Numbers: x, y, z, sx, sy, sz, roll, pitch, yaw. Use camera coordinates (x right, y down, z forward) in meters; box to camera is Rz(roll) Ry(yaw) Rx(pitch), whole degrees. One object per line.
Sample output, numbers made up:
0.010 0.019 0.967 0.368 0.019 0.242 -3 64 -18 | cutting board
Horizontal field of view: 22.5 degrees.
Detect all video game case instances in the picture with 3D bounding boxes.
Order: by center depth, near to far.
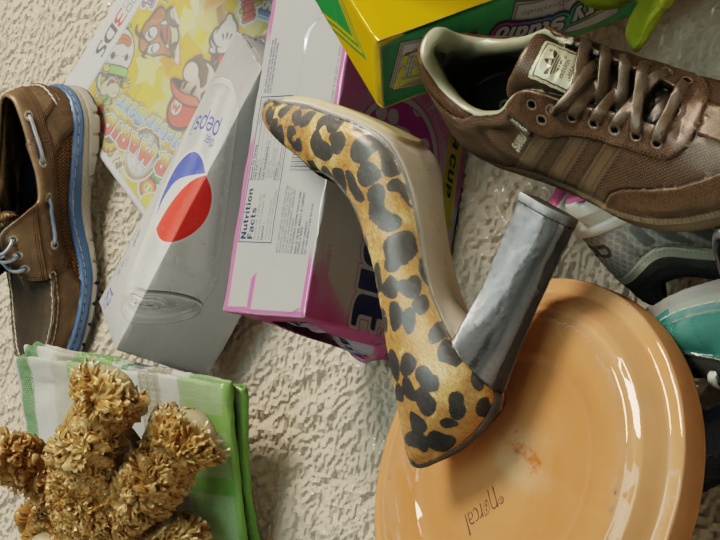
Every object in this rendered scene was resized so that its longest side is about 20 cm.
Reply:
-0.111 -0.131 1.197 0.182 0.023 0.200 -55 50 18 | video game case

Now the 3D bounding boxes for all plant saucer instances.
0.077 0.099 0.874 0.200 0.032 0.201 -25 55 41 | plant saucer

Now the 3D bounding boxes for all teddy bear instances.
-0.154 0.134 1.064 0.200 0.145 0.067 -36 25 35 | teddy bear

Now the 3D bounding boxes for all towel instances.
-0.137 0.126 1.132 0.199 0.031 0.150 6 107 41 | towel

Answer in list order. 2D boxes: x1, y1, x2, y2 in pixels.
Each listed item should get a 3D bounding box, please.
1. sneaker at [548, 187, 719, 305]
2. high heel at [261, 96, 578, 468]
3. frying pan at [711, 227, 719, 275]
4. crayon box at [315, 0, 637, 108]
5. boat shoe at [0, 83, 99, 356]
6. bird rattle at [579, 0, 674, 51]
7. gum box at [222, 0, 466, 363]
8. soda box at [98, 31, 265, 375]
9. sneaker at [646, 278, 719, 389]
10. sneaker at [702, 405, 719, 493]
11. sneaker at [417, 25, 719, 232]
0.193 -0.043 0.861 0.199 0.088 0.074 -25 23 24 | sneaker
0.000 0.000 0.901 0.200 0.071 0.143 29 99 34 | high heel
0.207 0.079 0.785 0.115 0.031 0.191 11 123 41 | frying pan
0.064 -0.192 0.949 0.199 0.058 0.173 -22 55 -12 | crayon box
-0.226 -0.027 1.229 0.072 0.072 0.201 1 90 44 | boat shoe
0.124 -0.213 0.800 0.200 0.112 0.163 -56 33 14 | bird rattle
-0.002 -0.052 1.015 0.066 0.113 0.201 3 81 43 | gum box
-0.085 -0.038 1.101 0.201 0.068 0.063 -60 29 17 | soda box
0.214 0.046 0.823 0.199 0.071 0.080 -6 72 40 | sneaker
0.109 0.091 0.908 0.200 0.070 0.082 -27 67 34 | sneaker
0.104 -0.070 0.822 0.199 0.075 0.071 13 71 45 | sneaker
